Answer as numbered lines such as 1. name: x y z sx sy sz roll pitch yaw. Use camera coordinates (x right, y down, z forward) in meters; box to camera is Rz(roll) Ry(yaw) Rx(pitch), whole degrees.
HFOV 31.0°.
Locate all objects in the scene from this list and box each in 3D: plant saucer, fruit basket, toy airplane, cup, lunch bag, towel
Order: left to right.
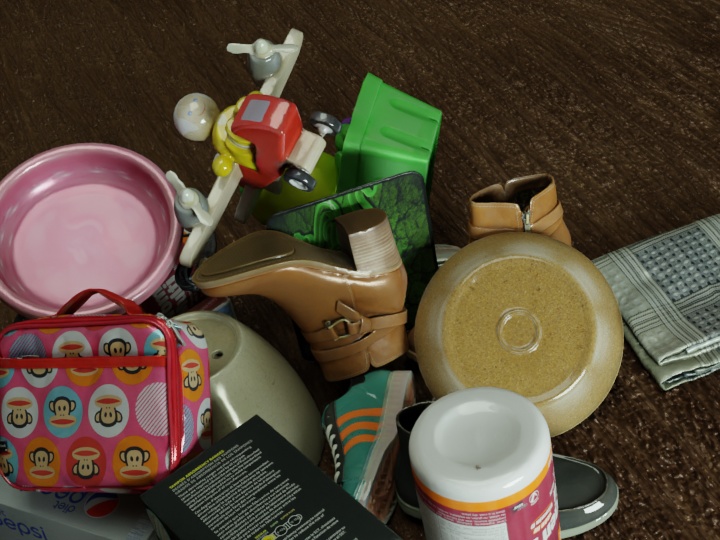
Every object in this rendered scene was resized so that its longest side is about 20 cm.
1. plant saucer: -0.270 -0.030 1.264 0.199 0.051 0.202 0 60 1
2. lunch bag: -0.226 0.104 1.140 0.199 0.178 0.082 -4 -4 24
3. cup: -0.144 0.124 1.232 0.199 0.144 0.201 -7 41 6
4. toy airplane: -0.117 -0.124 1.251 0.140 0.200 0.201 27 30 -14
5. fruit basket: -0.024 -0.098 1.413 0.214 0.217 0.156 1 42 16
6. plant saucer: 0.149 0.059 1.222 0.199 0.035 0.202 -1 80 5
7. towel: 0.346 0.020 1.308 0.191 0.035 0.200 -18 41 -7

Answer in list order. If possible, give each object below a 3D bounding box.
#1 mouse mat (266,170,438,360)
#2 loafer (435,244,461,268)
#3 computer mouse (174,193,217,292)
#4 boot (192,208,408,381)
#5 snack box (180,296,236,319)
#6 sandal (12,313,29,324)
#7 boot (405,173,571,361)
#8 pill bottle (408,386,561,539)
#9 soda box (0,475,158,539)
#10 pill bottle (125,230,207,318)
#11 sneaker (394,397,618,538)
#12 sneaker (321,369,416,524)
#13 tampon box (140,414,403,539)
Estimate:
1. mouse mat: 0.000 0.000 1.293 0.160 0.201 0.008 -18 40 -6
2. loafer: 0.022 0.008 1.391 0.198 0.072 0.063 -5 27 -1
3. computer mouse: -0.242 -0.024 1.315 0.198 0.044 0.110 -2 60 -1
4. boot: -0.049 0.038 1.234 0.198 0.156 0.074 -13 29 -3
5. snack box: -0.210 0.102 1.330 0.199 0.072 0.024 -34 44 -24
6. sandal: -0.359 0.031 1.472 0.075 0.045 0.201 -5 41 10
7. boot: 0.124 -0.001 1.296 0.199 0.156 0.077 -21 39 -10
8. pill bottle: 0.104 0.198 1.037 0.109 0.201 0.110 -7 40 6
9. soda box: -0.257 0.229 1.198 0.199 0.069 0.064 11 44 25
10. pill bottle: -0.252 0.036 1.376 0.109 0.110 0.200 21 50 33
11. sneaker: 0.126 0.172 1.130 0.198 0.107 0.075 1 41 8
12. sneaker: -0.002 0.168 1.207 0.079 0.072 0.200 -1 33 15
13. tampon box: -0.063 0.248 1.061 0.126 0.151 0.200 -33 44 -24
